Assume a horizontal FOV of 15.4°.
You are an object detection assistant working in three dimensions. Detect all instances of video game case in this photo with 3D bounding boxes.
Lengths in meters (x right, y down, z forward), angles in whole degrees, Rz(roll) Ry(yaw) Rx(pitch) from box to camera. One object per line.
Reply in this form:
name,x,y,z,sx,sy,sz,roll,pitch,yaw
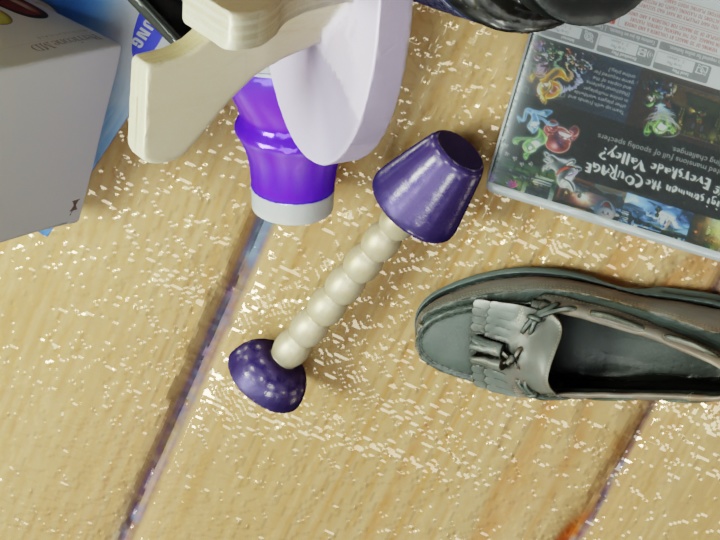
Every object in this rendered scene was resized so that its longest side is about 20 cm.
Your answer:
video game case,0.186,-0.095,1.449,0.200,0.023,0.182,17,120,3

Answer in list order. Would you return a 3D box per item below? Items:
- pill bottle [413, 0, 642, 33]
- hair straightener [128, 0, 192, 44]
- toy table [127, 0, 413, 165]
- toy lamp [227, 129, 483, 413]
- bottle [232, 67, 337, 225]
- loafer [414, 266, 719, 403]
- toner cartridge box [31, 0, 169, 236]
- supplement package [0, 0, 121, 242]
pill bottle,0.064,-0.178,1.314,0.112,0.200,0.112,-8,108,-26
hair straightener,-0.157,-0.177,1.409,0.200,0.041,0.077,37,118,-3
toy table,-0.054,-0.144,1.300,0.117,0.184,0.200,-9,104,-28
toy lamp,0.000,0.000,1.523,0.058,0.058,0.200,35,121,-7
bottle,-0.035,-0.123,1.457,0.083,0.065,0.200,0,119,-3
loafer,0.124,0.042,1.511,0.200,0.063,0.072,1,118,12
toner cartridge box,-0.163,-0.122,1.501,0.095,0.043,0.200,33,119,-6
supplement package,-0.248,-0.104,1.446,0.200,0.114,0.110,27,114,24
